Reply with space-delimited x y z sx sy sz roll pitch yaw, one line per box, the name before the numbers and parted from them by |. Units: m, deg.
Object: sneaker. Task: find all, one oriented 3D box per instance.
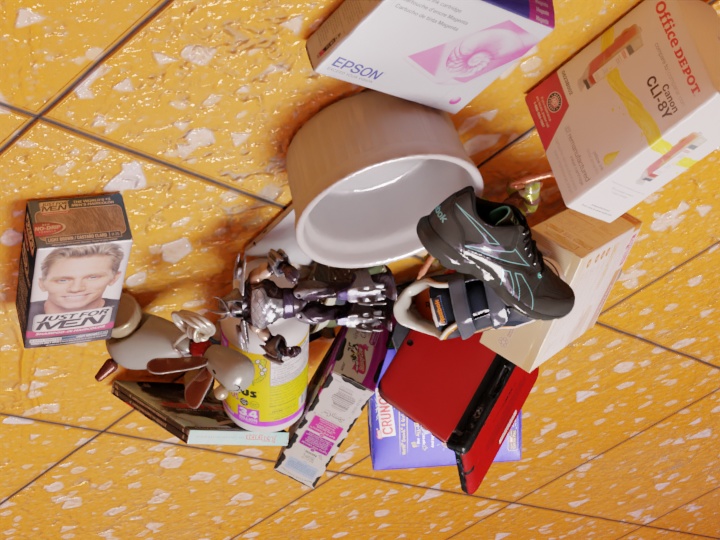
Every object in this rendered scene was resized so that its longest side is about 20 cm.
sneaker | 0.127 0.034 1.634 0.198 0.080 0.079 -14 -178 35
sneaker | 0.000 0.000 1.700 0.089 0.068 0.201 -11 153 -30
sneaker | 0.153 -0.015 1.520 0.199 0.076 0.079 29 115 -26

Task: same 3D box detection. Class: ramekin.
ramekin | 0.018 -0.096 1.520 0.198 0.099 0.201 -14 151 -8

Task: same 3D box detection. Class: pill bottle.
pill bottle | -0.111 0.085 1.719 0.103 0.105 0.202 -10 133 -14

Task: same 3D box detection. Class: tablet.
tablet | -0.022 -0.039 1.693 0.198 0.014 0.130 11 141 -42

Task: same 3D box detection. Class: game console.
game console | 0.123 0.135 1.801 0.117 0.201 0.173 20 149 24

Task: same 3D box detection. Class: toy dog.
toy dog | -0.223 0.103 1.659 0.198 0.097 0.132 12 156 45

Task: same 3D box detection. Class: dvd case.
dvd case | -0.198 0.174 1.822 0.145 0.199 0.022 7 100 -37

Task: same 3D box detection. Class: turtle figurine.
turtle figurine | 0.155 -0.054 1.635 0.199 0.065 0.161 -40 -176 21

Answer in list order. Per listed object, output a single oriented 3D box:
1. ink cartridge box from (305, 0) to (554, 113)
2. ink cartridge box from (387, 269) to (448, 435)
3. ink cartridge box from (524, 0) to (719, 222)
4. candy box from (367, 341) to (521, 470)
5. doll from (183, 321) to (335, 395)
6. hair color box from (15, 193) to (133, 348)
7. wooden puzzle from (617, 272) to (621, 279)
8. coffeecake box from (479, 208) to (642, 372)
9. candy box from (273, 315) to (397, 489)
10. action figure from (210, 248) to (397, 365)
ink cartridge box | 0.082 -0.233 1.373 0.195 0.044 0.200 10 143 -41
ink cartridge box | 0.096 0.106 1.851 0.098 0.202 0.039 -19 -166 0
ink cartridge box | 0.280 -0.167 1.496 0.083 0.147 0.199 15 138 -44
candy box | 0.106 0.162 1.927 0.197 0.077 0.172 -3 108 -5
doll | -0.135 0.096 1.830 0.198 0.049 0.136 -29 142 16
hair color box | -0.302 0.004 1.553 0.099 0.061 0.201 -7 150 -21
wooden puzzle | 0.232 0.020 1.911 0.198 0.047 0.185 -25 151 13
coffeecake box | 0.236 0.012 1.726 0.199 0.073 0.155 -24 141 -57
candy box | -0.031 0.151 1.817 0.060 0.137 0.201 25 130 -4
action figure | -0.063 0.034 1.598 0.197 0.070 0.132 -3 126 -8
